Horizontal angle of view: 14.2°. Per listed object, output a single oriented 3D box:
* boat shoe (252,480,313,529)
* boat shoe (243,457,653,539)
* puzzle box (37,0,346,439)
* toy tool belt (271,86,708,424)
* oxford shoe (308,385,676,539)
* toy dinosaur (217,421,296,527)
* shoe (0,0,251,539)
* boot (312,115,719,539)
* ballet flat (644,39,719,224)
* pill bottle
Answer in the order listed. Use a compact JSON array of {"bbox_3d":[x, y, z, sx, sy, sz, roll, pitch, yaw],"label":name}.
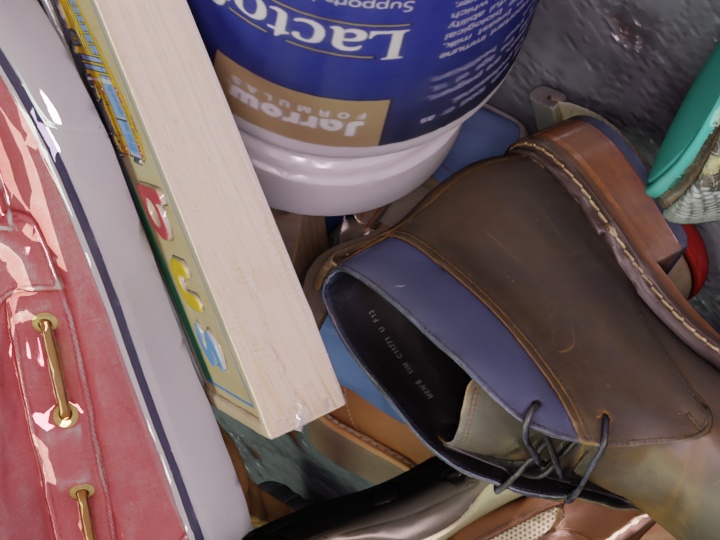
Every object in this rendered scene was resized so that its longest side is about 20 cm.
[{"bbox_3d":[-0.039,0.162,1.307,0.068,0.072,0.200,35,151,17],"label":"boat shoe"},{"bbox_3d":[0.042,0.094,0.925,0.076,0.200,0.074,-60,-54,-81],"label":"boat shoe"},{"bbox_3d":[-0.069,-0.055,0.822,0.200,0.025,0.133,69,165,-13],"label":"puzzle box"},{"bbox_3d":[0.000,0.000,0.939,0.200,0.123,0.125,26,149,36],"label":"toy tool belt"},{"bbox_3d":[0.056,0.050,1.001,0.200,0.071,0.071,19,123,37],"label":"oxford shoe"},{"bbox_3d":[-0.057,0.071,0.998,0.106,0.061,0.200,25,173,32],"label":"toy dinosaur"},{"bbox_3d":[-0.108,0.009,0.829,0.200,0.091,0.071,69,165,-15],"label":"shoe"},{"bbox_3d":[0.070,0.054,0.808,0.200,0.097,0.075,57,152,24],"label":"boot"},{"bbox_3d":[0.122,-0.056,0.734,0.072,0.072,0.200,40,156,13],"label":"ballet flat"},{"bbox_3d":[-0.001,-0.102,0.797,0.116,0.116,0.200,40,155,13],"label":"pill bottle"}]
